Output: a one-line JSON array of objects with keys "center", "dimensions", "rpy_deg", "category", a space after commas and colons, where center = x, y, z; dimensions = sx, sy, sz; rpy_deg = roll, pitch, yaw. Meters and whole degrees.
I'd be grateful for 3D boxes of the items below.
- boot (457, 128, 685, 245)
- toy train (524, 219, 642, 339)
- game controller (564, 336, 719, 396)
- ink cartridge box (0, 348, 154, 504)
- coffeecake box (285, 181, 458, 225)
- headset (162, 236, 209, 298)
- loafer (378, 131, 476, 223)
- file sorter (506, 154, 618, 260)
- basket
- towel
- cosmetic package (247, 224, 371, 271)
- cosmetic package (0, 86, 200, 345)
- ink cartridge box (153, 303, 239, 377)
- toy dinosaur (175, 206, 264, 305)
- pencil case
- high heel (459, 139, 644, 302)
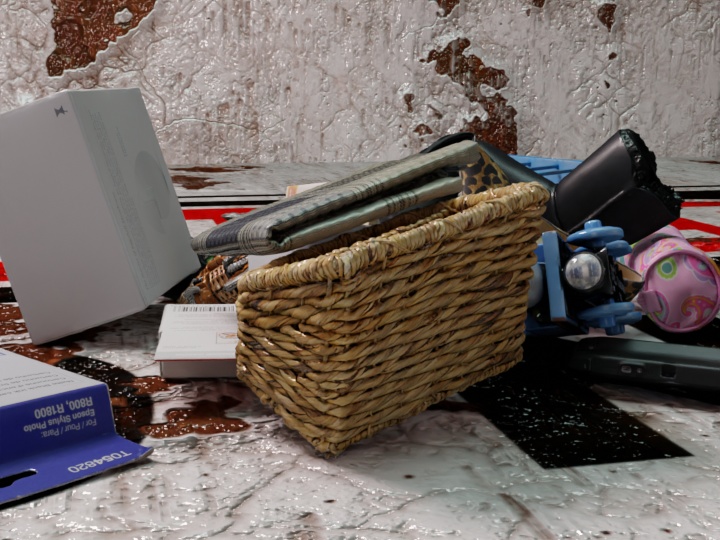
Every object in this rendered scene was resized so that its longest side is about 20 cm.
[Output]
[{"center": [0.213, -0.094, 1.098], "dimensions": [0.168, 0.201, 0.076], "rpy_deg": [-41, -4, 31], "category": "boot"}, {"center": [0.172, 0.015, 0.898], "dimensions": [0.112, 0.089, 0.200], "rpy_deg": [-10, -9, 17], "category": "toy train"}, {"center": [0.261, 0.079, 0.831], "dimensions": [0.196, 0.043, 0.104], "rpy_deg": [5, -3, 24], "category": "game controller"}, {"center": [-0.263, 0.098, 0.669], "dimensions": [0.198, 0.042, 0.198], "rpy_deg": [10, 14, 41], "category": "ink cartridge box"}, {"center": [0.018, -0.057, 1.281], "dimensions": [0.151, 0.075, 0.199], "rpy_deg": [10, -5, -32], "category": "coffeecake box"}, {"center": [-0.208, -0.023, 1.191], "dimensions": [0.196, 0.096, 0.123], "rpy_deg": [9, 6, -21], "category": "headset"}, {"center": [0.075, -0.097, 1.147], "dimensions": [0.068, 0.071, 0.201], "rpy_deg": [39, 36, 2], "category": "loafer"}, {"center": [0.201, -0.058, 1.269], "dimensions": [0.121, 0.142, 0.198], "rpy_deg": [-9, 13, -37], "category": "file sorter"}, {"center": [0.013, 0.001, 0.734], "dimensions": [0.198, 0.151, 0.142], "rpy_deg": [-21, 39, -33], "category": "basket"}, {"center": [-0.021, -0.050, 0.850], "dimensions": [0.197, 0.035, 0.192], "rpy_deg": [-24, 9, -24], "category": "towel"}, {"center": [0.000, 0.000, 1.013], "dimensions": [0.197, 0.076, 0.101], "rpy_deg": [1, -7, -40], "category": "cosmetic package"}, {"center": [-0.261, -0.061, 1.028], "dimensions": [0.121, 0.203, 0.200], "rpy_deg": [-18, 7, 7], "category": "cosmetic package"}, {"center": [-0.063, 0.065, 0.858], "dimensions": [0.196, 0.045, 0.174], "rpy_deg": [0, 13, -7], "category": "ink cartridge box"}, {"center": [-0.091, -0.011, 1.075], "dimensions": [0.196, 0.104, 0.136], "rpy_deg": [-12, 7, -5], "category": "toy dinosaur"}, {"center": [0.311, 0.005, 1.093], "dimensions": [0.085, 0.089, 0.200], "rpy_deg": [1, 10, 6], "category": "pencil case"}, {"center": [0.178, -0.045, 1.004], "dimensions": [0.141, 0.202, 0.072], "rpy_deg": [-8, 29, 38], "category": "high heel"}]
